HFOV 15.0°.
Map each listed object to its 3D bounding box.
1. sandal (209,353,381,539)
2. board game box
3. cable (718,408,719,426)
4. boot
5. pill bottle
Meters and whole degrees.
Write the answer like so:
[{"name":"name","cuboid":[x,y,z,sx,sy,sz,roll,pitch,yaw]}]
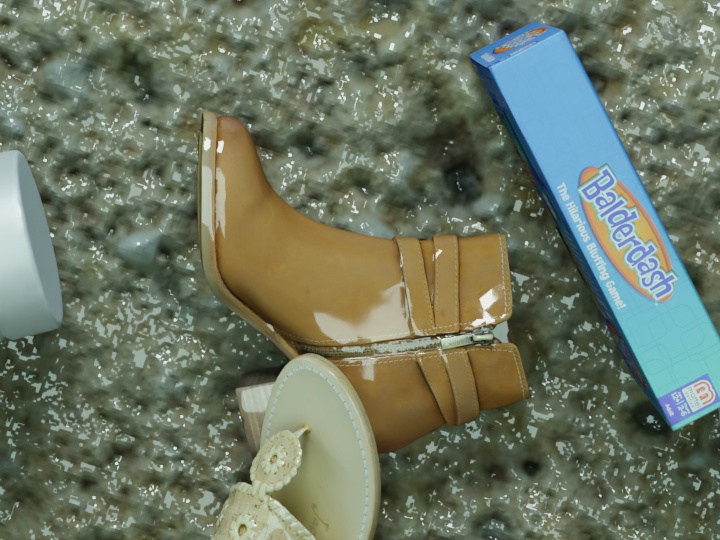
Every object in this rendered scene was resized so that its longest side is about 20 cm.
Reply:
[{"name":"sandal","cuboid":[-0.045,0.150,1.408,0.078,0.070,0.212,27,125,30]},{"name":"board game box","cuboid":[0.122,-0.027,1.389,0.045,0.152,0.200,-27,97,2]},{"name":"cable","cuboid":[0.288,0.065,1.446,0.200,0.069,0.200,18,95,-3]},{"name":"boot","cuboid":[0.000,0.000,1.425,0.155,0.077,0.200,-13,101,4]},{"name":"pill bottle","cuboid":[-0.261,0.005,1.405,0.200,0.113,0.113,-13,97,1]}]
